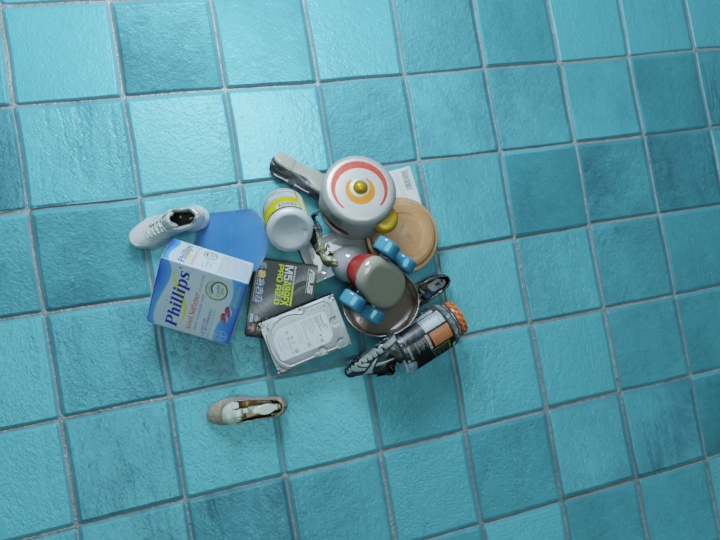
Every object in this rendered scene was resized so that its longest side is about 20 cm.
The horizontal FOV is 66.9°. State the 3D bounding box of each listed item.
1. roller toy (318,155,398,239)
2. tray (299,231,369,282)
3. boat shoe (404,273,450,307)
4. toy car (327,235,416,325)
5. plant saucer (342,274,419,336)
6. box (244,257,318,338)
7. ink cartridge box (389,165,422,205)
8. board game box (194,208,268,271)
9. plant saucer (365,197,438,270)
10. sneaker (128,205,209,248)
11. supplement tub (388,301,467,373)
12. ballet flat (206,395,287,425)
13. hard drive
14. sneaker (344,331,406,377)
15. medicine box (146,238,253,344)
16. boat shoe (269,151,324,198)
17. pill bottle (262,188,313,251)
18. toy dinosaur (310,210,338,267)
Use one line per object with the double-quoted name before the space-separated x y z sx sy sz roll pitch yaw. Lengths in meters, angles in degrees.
"roller toy" -0.008 -0.177 1.337 0.181 0.140 0.201 -5 75 -10
"tray" -0.055 -0.051 1.444 0.199 0.022 0.108 -23 90 -13
"boat shoe" 0.154 0.065 1.464 0.199 0.057 0.069 -32 93 -13
"toy car" 0.000 0.000 1.368 0.185 0.200 0.177 -57 139 -3
"plant saucer" 0.053 0.084 1.417 0.199 0.032 0.201 -2 59 3
"box" -0.200 0.074 1.378 0.159 0.044 0.201 9 92 -11
"ink cartridge box" 0.080 -0.163 1.471 0.175 0.045 0.201 -17 89 -13
"board game box" -0.316 -0.068 1.361 0.199 0.039 0.159 -5 81 13
"plant saucer" 0.111 -0.094 1.434 0.199 0.032 0.201 1 86 -13
"sneaker" -0.470 -0.112 1.311 0.199 0.099 0.078 -24 90 -5
"supplement tub" 0.173 0.171 1.427 0.199 0.122 0.123 -29 92 -13
"ballet flat" -0.279 0.342 1.342 0.199 0.067 0.068 -8 87 -13
"hard drive" -0.137 0.155 1.356 0.199 0.038 0.140 -21 98 -10
"sneaker" 0.039 0.237 1.368 0.091 0.200 0.066 49 36 -1
"medicine box" -0.376 0.052 1.284 0.199 0.103 0.183 17 116 -11
"boat shoe" -0.147 -0.236 1.428 0.200 0.057 0.067 32 44 -12
"pill bottle" -0.181 -0.132 1.326 0.109 0.200 0.110 -5 117 -11
"toy dinosaur" -0.111 -0.093 1.347 0.047 0.088 0.200 -15 52 -19
